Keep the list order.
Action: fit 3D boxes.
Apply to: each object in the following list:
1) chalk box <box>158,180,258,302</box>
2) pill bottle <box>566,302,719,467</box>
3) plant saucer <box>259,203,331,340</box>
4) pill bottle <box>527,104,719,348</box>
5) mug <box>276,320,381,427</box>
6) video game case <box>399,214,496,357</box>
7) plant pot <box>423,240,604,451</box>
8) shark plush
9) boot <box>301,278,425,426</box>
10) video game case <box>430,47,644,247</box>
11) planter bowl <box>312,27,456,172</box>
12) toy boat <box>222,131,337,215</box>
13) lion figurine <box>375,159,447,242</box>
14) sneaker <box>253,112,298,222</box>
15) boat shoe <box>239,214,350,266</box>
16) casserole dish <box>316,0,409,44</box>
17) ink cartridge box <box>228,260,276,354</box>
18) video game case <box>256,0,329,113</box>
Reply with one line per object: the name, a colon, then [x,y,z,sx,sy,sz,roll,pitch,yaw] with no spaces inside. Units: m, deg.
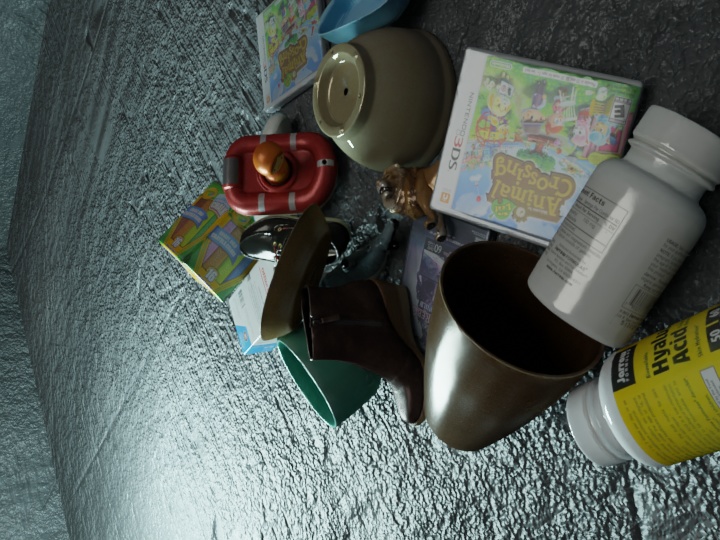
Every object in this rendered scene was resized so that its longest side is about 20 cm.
chalk box: [-0.249,-0.072,1.229,0.201,0.124,0.123,-50,42,-12]
pill bottle: [0.289,0.111,0.601,0.199,0.109,0.114,-40,61,44]
plant saucer: [-0.083,0.009,0.930,0.034,0.201,0.205,20,113,6]
pill bottle: [0.255,-0.042,0.626,0.114,0.112,0.204,43,111,41]
mug: [-0.047,0.123,0.992,0.186,0.113,0.153,50,160,19]
video game case: [0.107,0.025,0.900,0.141,0.019,0.207,27,111,48]
plant pot: [0.146,0.108,0.749,0.188,0.182,0.204,54,142,35]
shark plush: [0.000,0.000,0.981,0.198,0.081,0.094,-31,67,47]
boot: [0.004,0.113,0.883,0.072,0.162,0.207,-31,65,55]
video game case: [0.184,-0.131,0.729,0.195,0.022,0.188,21,108,26]
planter bowl: [0.016,-0.238,0.915,0.197,0.132,0.208,2,93,51]
toy boat: [-0.134,-0.164,1.058,0.193,0.131,0.135,-2,80,6]
lion figurine: [0.112,-0.123,0.853,0.197,0.072,0.125,-33,53,23]
sneaker: [-0.134,-0.174,1.164,0.078,0.076,0.208,3,89,27]
boat shoe: [-0.114,-0.044,1.066,0.195,0.064,0.075,-1,124,21]
casserole dish: [0.014,-0.387,0.956,0.197,0.039,0.124,1,59,50]
ink cartridge box: [-0.159,0.052,1.194,0.200,0.065,0.119,-44,57,43]
video game case: [-0.123,-0.403,1.173,0.197,0.022,0.189,-15,80,50]
